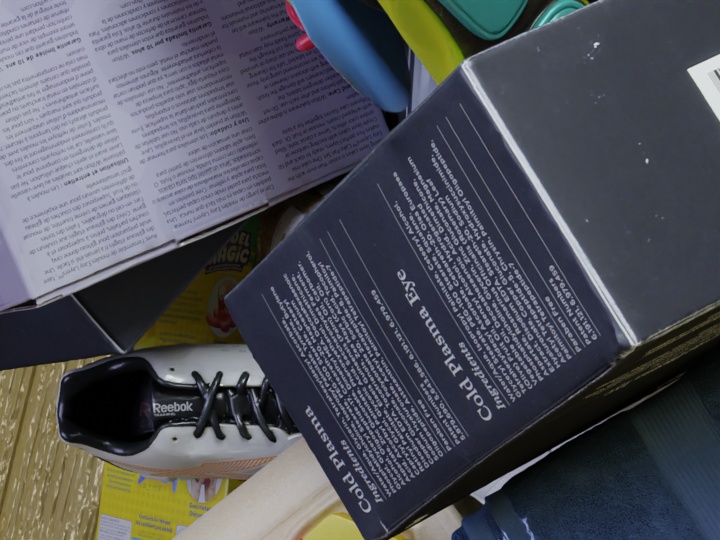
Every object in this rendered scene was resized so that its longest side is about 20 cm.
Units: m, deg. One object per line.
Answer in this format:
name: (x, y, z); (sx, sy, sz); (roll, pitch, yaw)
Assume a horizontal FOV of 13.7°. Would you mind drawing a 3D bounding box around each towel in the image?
towel: (0.139, 0.083, 1.028); (0.200, 0.049, 0.112); (-32, 78, 7)

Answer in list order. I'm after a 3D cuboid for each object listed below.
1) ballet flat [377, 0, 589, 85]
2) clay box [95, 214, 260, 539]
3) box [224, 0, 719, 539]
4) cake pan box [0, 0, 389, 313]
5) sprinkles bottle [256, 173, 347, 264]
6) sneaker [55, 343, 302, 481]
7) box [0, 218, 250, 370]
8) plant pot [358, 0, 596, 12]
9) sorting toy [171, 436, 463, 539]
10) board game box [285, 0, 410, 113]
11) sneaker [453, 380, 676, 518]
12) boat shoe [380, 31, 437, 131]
ballet flat: (0.045, -0.093, 1.121); (0.067, 0.200, 0.067); (23, 70, 46)
clay box: (-0.074, 0.072, 1.438); (0.115, 0.048, 0.201); (6, 88, 54)
box: (0.087, -0.018, 0.996); (0.104, 0.200, 0.182); (58, 144, 9)
cake pan box: (-0.102, -0.098, 1.254); (0.052, 0.200, 0.185); (-18, 96, 60)
sprinkles bottle: (0.000, 0.000, 1.264); (0.200, 0.068, 0.068); (-140, 61, -79)
sneaker: (-0.047, 0.066, 1.330); (0.200, 0.080, 0.074); (-6, 81, 27)
box: (-0.126, -0.060, 1.380); (0.200, 0.123, 0.198); (-48, 18, -25)
plant pot: (0.100, -0.178, 1.146); (0.200, 0.187, 0.187); (14, 96, 42)
sorting toy: (-0.015, 0.180, 1.217); (0.185, 0.036, 0.200); (-38, 74, 8)
board game box: (-0.046, -0.144, 1.210); (0.039, 0.158, 0.200); (-28, 89, 14)
sneaker: (0.088, 0.055, 1.197); (0.200, 0.076, 0.081); (-25, 68, 59)
boat shoe: (0.035, -0.120, 1.297); (0.071, 0.072, 0.201); (17, 100, 50)
